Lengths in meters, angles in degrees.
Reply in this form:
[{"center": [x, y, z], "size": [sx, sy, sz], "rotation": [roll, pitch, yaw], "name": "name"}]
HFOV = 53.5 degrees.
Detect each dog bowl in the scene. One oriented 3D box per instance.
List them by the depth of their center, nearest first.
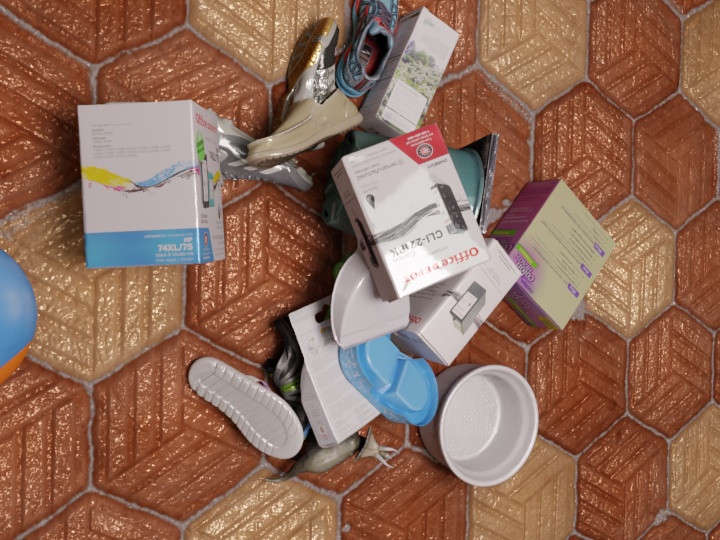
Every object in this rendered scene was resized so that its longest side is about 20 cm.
[{"center": [0.043, 0.159, 1.098], "size": [0.200, 0.049, 0.112], "rotation": [47, 45, -25], "name": "dog bowl"}]

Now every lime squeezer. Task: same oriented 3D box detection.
[{"center": [0.000, 0.000, 1.148], "size": [0.200, 0.038, 0.071], "rotation": [-44, 109, -19], "name": "lime squeezer"}]

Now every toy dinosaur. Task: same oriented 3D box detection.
[{"center": [-0.052, 0.274, 1.097], "size": [0.199, 0.102, 0.077], "rotation": [-8, 95, -26], "name": "toy dinosaur"}]

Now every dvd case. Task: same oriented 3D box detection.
[{"center": [0.167, -0.127, 1.136], "size": [0.016, 0.200, 0.150], "rotation": [8, 88, -12], "name": "dvd case"}]

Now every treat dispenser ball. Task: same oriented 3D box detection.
[{"center": [-0.483, 0.055, 0.824], "size": [0.200, 0.201, 0.202], "rotation": [-1, 92, -26], "name": "treat dispenser ball"}]

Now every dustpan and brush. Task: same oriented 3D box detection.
[{"center": [0.011, -0.002, 1.022], "size": [0.139, 0.057, 0.201], "rotation": [-16, 120, -37], "name": "dustpan and brush"}]

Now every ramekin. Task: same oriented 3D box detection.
[{"center": [0.196, 0.254, 1.219], "size": [0.199, 0.098, 0.202], "rotation": [-1, 93, -26], "name": "ramekin"}]

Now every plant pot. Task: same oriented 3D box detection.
[{"center": [0.055, -0.117, 1.095], "size": [0.195, 0.200, 0.201], "rotation": [14, 86, -18], "name": "plant pot"}]

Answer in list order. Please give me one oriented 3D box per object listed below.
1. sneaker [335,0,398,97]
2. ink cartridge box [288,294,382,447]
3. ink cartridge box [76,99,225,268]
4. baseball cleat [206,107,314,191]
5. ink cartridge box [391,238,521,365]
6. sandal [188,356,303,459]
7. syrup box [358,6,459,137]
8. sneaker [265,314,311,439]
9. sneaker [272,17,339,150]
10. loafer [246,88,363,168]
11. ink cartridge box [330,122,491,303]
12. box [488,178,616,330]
[{"center": [0.030, -0.370, 1.117], "size": [0.079, 0.095, 0.201], "rotation": [17, 85, -26], "name": "sneaker"}, {"center": [-0.035, 0.143, 1.090], "size": [0.162, 0.057, 0.201], "rotation": [-23, 88, -50], "name": "ink cartridge box"}, {"center": [-0.266, -0.108, 0.930], "size": [0.145, 0.147, 0.201], "rotation": [-2, 94, 2], "name": "ink cartridge box"}, {"center": [-0.171, -0.152, 1.054], "size": [0.199, 0.070, 0.107], "rotation": [32, 92, -19], "name": "baseball cleat"}, {"center": [0.139, 0.045, 1.157], "size": [0.200, 0.145, 0.084], "rotation": [-48, 112, -16], "name": "ink cartridge box"}, {"center": [-0.162, 0.194, 1.058], "size": [0.203, 0.050, 0.082], "rotation": [43, 101, -5], "name": "sandal"}, {"center": [0.074, -0.310, 1.149], "size": [0.079, 0.081, 0.201], "rotation": [27, 80, -26], "name": "syrup box"}, {"center": [-0.105, 0.166, 1.094], "size": [0.082, 0.071, 0.201], "rotation": [-1, 92, -10], "name": "sneaker"}, {"center": [-0.066, -0.281, 1.094], "size": [0.087, 0.076, 0.201], "rotation": [18, 93, -32], "name": "sneaker"}, {"center": [-0.086, -0.204, 1.016], "size": [0.200, 0.076, 0.069], "rotation": [-31, 98, -35], "name": "loafer"}, {"center": [0.067, -0.074, 0.963], "size": [0.144, 0.084, 0.201], "rotation": [-22, 91, -13], "name": "ink cartridge box"}, {"center": [0.328, -0.028, 1.274], "size": [0.176, 0.097, 0.200], "rotation": [43, 73, -21], "name": "box"}]
